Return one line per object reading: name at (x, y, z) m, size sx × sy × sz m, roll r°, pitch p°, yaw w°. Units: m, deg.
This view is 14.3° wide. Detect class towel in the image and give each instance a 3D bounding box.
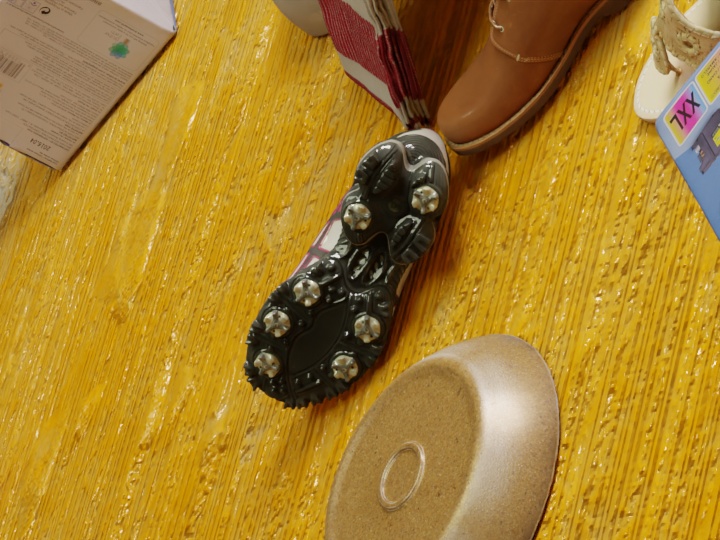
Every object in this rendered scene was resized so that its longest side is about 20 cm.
towel at (-0.015, -0.195, 1.840) m, size 0.023 × 0.200 × 0.144 m, roll -25°, pitch 27°, yaw -11°

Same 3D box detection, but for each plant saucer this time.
plant saucer at (0.035, 0.123, 1.633) m, size 0.200 × 0.035 × 0.201 m, roll -39°, pitch 37°, yaw 38°

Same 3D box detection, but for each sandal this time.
sandal at (0.197, -0.151, 1.549) m, size 0.212 × 0.070 × 0.078 m, roll -28°, pitch 44°, yaw 48°

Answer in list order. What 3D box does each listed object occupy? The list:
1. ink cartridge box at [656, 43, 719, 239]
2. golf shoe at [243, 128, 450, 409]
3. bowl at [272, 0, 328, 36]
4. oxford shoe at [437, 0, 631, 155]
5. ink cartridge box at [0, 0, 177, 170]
ink cartridge box at (0.236, -0.054, 1.387) m, size 0.137 × 0.076 × 0.200 m, roll -52°, pitch 32°, yaw 21°
golf shoe at (0.000, 0.000, 1.778) m, size 0.200 × 0.077 × 0.088 m, roll -56°, pitch 1°, yaw 23°
bowl at (-0.001, -0.280, 1.988) m, size 0.200 × 0.075 × 0.200 m, roll -31°, pitch 43°, yaw 46°
oxford shoe at (0.099, -0.154, 1.719) m, size 0.200 × 0.071 × 0.071 m, roll -51°, pitch 32°, yaw 25°
ink cartridge box at (-0.258, -0.170, 2.259) m, size 0.200 × 0.136 × 0.076 m, roll -48°, pitch 30°, yaw 27°
